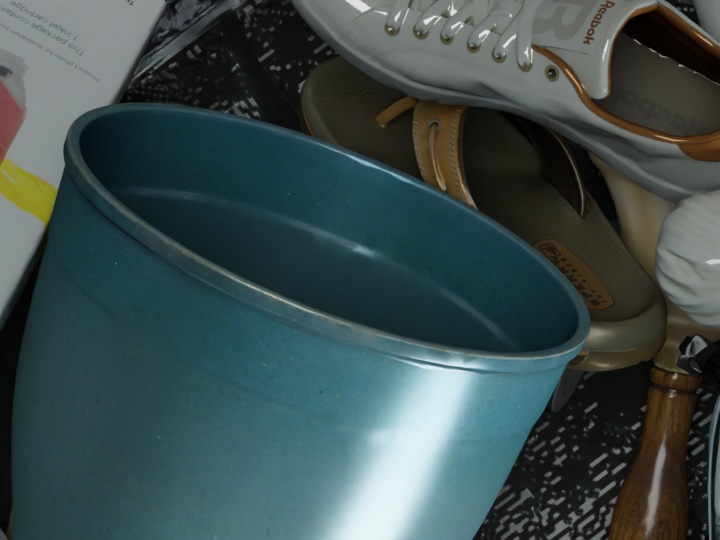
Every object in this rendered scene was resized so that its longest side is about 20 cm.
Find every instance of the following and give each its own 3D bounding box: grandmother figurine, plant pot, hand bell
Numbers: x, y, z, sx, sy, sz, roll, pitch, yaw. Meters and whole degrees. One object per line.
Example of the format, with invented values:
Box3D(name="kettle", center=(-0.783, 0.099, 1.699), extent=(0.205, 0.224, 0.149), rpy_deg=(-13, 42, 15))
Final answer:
Box3D(name="grandmother figurine", center=(0.191, 0.006, 1.126), extent=(0.060, 0.199, 0.122), rpy_deg=(-10, 75, 47))
Box3D(name="plant pot", center=(-0.041, 0.066, 1.059), extent=(0.199, 0.200, 0.189), rpy_deg=(23, 108, 7))
Box3D(name="hand bell", center=(0.128, 0.051, 1.184), extent=(0.104, 0.104, 0.201), rpy_deg=(9, 97, 6))

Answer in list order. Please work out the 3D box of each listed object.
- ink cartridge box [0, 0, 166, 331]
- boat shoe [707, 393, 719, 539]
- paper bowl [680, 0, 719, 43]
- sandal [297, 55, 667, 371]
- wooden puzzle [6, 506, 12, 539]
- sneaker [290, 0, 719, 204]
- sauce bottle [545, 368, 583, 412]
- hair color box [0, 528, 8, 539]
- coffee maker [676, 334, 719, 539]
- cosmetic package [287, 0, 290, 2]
Box3D(name="ink cartridge box", center=(-0.165, -0.017, 1.113), extent=(0.083, 0.145, 0.200), rpy_deg=(29, 52, -6))
Box3D(name="boat shoe", center=(0.158, 0.130, 1.040), extent=(0.073, 0.068, 0.200), rpy_deg=(1, 86, 9))
Box3D(name="paper bowl", center=(0.211, -0.113, 1.121), extent=(0.200, 0.201, 0.105), rpy_deg=(8, 87, 6))
Box3D(name="sandal", center=(0.053, -0.036, 1.146), extent=(0.080, 0.054, 0.200), rpy_deg=(-21, 47, -29))
Box3D(name="wooden puzzle", center=(-0.055, 0.108, 1.214), extent=(0.184, 0.037, 0.201), rpy_deg=(11, 82, 7))
Box3D(name="sneaker", center=(0.066, -0.096, 1.090), extent=(0.199, 0.085, 0.073), rpy_deg=(23, 73, 5))
Box3D(name="sauce bottle", center=(0.000, 0.000, 1.187), extent=(0.199, 0.065, 0.065), rpy_deg=(26, 88, 17))
Box3D(name="hair color box", center=(-0.238, 0.068, 1.181), extent=(0.064, 0.111, 0.200), rpy_deg=(-41, 77, 24))
Box3D(name="coffee maker", center=(0.149, 0.163, 1.141), extent=(0.192, 0.135, 0.200), rpy_deg=(37, 91, 9))
Box3D(name="cosmetic package", center=(-0.002, -0.181, 1.161), extent=(0.052, 0.200, 0.151), rpy_deg=(21, 89, 51))
